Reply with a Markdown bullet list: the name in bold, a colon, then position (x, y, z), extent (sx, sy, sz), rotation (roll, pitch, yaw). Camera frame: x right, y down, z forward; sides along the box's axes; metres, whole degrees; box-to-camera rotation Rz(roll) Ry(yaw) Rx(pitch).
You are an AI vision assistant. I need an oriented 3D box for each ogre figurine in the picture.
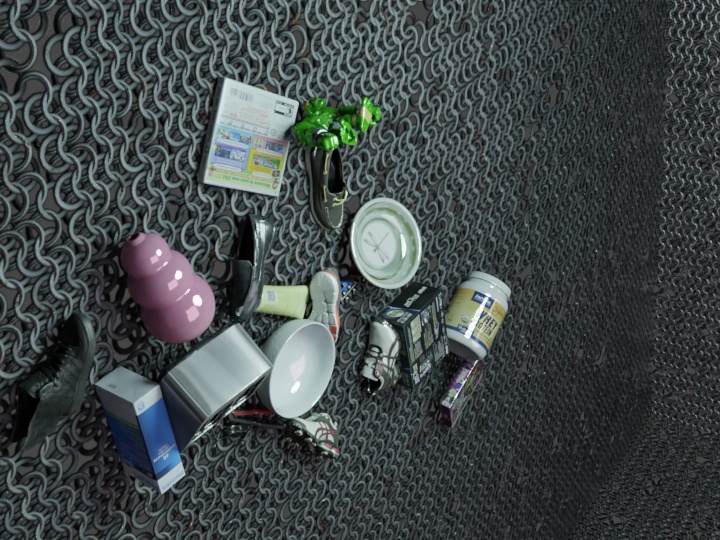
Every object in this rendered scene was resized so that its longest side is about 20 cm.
- **ogre figurine**: position (-0.054, -0.270, 1.634), extent (0.200, 0.120, 0.098), rotation (-62, 145, -36)

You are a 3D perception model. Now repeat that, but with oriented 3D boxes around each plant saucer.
- **plant saucer**: position (0.045, -0.058, 1.910), extent (0.200, 0.050, 0.201), rotation (5, 82, -38)

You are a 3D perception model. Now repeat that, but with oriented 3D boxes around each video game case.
- **video game case**: position (0.276, 0.322, 2.380), extent (0.181, 0.036, 0.200), rotation (-57, 160, -18)
- **video game case**: position (-0.198, -0.233, 1.560), extent (0.200, 0.022, 0.183), rotation (5, 100, -56)

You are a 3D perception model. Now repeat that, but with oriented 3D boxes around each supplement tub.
- **supplement tub**: position (0.297, 0.118, 2.281), extent (0.200, 0.144, 0.144), rotation (-61, 144, -16)

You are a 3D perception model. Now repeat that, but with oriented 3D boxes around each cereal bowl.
- **cereal bowl**: position (-0.143, 0.189, 1.759), extent (0.200, 0.083, 0.201), rotation (-26, 124, -46)

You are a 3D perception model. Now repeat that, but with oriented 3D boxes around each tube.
- **tube**: position (-0.158, 0.060, 1.721), extent (0.058, 0.052, 0.200), rotation (-36, 160, 22)

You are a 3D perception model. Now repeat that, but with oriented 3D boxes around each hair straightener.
- **hair straightener**: position (-0.223, 0.311, 1.736), extent (0.200, 0.041, 0.077), rotation (7, 98, -55)

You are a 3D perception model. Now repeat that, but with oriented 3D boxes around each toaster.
- **toaster**: position (-0.261, 0.191, 1.496), extent (0.181, 0.119, 0.200), rotation (-38, 171, -41)

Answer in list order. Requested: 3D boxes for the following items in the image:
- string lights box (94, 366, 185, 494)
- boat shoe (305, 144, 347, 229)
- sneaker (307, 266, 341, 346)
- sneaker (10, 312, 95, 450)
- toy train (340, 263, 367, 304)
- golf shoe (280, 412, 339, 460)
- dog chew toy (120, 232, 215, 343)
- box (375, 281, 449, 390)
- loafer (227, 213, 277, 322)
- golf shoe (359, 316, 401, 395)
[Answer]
- **string lights box**: position (-0.368, 0.269, 1.465), extent (0.059, 0.103, 0.200), rotation (-38, 133, -40)
- **boat shoe**: position (-0.061, -0.164, 1.742), extent (0.072, 0.060, 0.202), rotation (-41, 134, -38)
- **sneaker**: position (-0.067, 0.082, 1.830), extent (0.082, 0.077, 0.200), rotation (-54, 158, -60)
- **sneaker**: position (-0.468, 0.165, 1.322), extent (0.104, 0.060, 0.200), rotation (-7, 113, -58)
- **toy train**: position (0.000, 0.000, 1.918), extent (0.200, 0.034, 0.046), rotation (-52, 127, -29)
- **golf shoe**: position (-0.109, 0.345, 1.899), extent (0.200, 0.077, 0.088), rotation (49, 44, -53)
- **dog chew toy**: position (-0.320, 0.023, 1.420), extent (0.125, 0.124, 0.200), rotation (-49, 131, -31)
- **box**: position (0.130, 0.157, 2.118), extent (0.164, 0.086, 0.200), rotation (-42, 134, -37)
- **loafer**: position (-0.211, -0.006, 1.602), extent (0.070, 0.068, 0.201), rotation (20, 83, -47)
- **golf shoe**: position (0.042, 0.204, 2.027), extent (0.094, 0.078, 0.200), rotation (-36, 130, -40)
